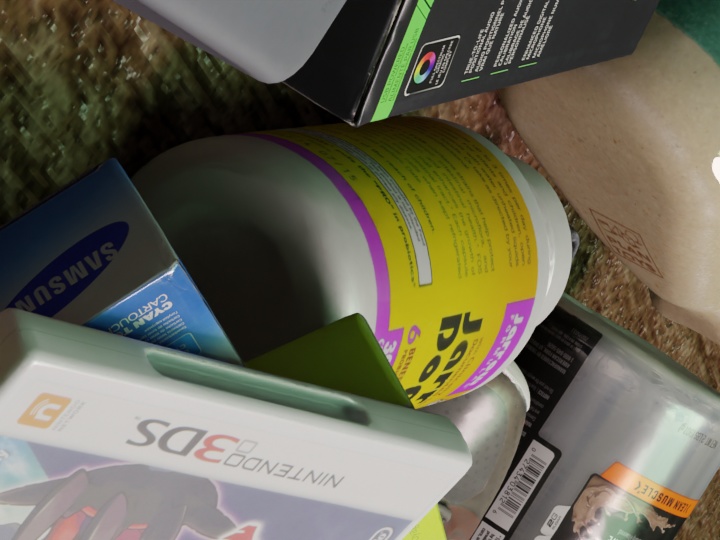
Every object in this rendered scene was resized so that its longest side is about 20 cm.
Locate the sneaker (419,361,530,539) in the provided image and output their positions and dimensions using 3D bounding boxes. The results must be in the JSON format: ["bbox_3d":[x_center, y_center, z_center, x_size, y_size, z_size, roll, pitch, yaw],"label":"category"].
[{"bbox_3d":[0.001,0.118,1.133,0.200,0.077,0.082,-54,-162,14],"label":"sneaker"}]

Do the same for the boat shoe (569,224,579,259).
[{"bbox_3d":[0.024,0.057,1.188,0.200,0.068,0.072,-60,158,8],"label":"boat shoe"}]

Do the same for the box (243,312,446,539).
[{"bbox_3d":[-0.072,0.102,0.906,0.199,0.048,0.122,-24,144,-6],"label":"box"}]

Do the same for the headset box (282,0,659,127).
[{"bbox_3d":[0.038,-0.151,0.900,0.200,0.093,0.175,-17,135,-57],"label":"headset box"}]

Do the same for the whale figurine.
[{"bbox_3d":[0.135,-0.051,1.153,0.104,0.159,0.200,-46,136,-17],"label":"whale figurine"}]

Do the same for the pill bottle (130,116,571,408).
[{"bbox_3d":[0.000,0.000,1.012,0.200,0.104,0.105,-12,131,-60],"label":"pill bottle"}]

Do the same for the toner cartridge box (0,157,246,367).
[{"bbox_3d":[-0.129,0.058,0.808,0.200,0.043,0.095,-33,150,-3],"label":"toner cartridge box"}]

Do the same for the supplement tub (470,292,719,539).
[{"bbox_3d":[0.070,0.115,1.291,0.200,0.122,0.122,-58,158,5],"label":"supplement tub"}]

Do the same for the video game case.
[{"bbox_3d":[-0.088,0.101,0.828,0.182,0.023,0.200,16,123,-47],"label":"video game case"}]

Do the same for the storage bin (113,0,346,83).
[{"bbox_3d":[-0.077,-0.115,0.657,0.146,0.134,0.200,-57,157,2],"label":"storage bin"}]
